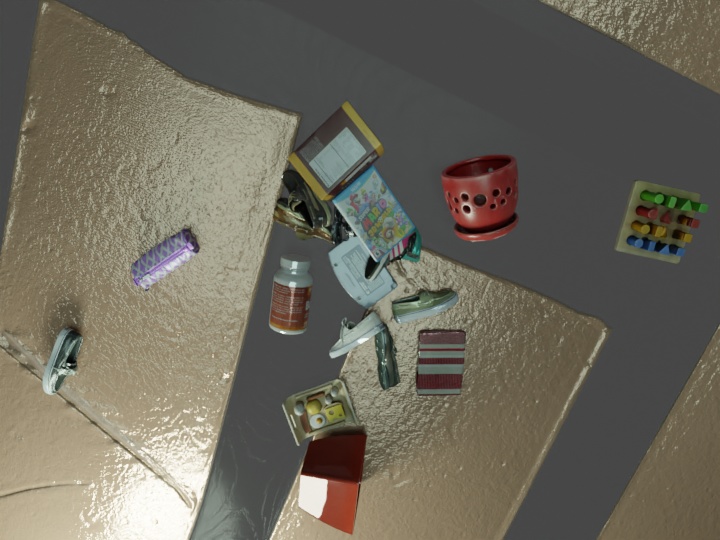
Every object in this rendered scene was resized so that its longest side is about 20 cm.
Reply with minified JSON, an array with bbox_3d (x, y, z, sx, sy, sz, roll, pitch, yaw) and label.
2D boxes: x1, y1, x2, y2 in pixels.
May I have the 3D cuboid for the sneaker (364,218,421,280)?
[{"bbox_3d":[0.102,-0.042,1.614,0.119,0.084,0.203,30,94,-24],"label":"sneaker"}]

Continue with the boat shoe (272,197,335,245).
[{"bbox_3d":[-0.151,-0.122,1.607,0.197,0.076,0.075,31,107,-1],"label":"boat shoe"}]

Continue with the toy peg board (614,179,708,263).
[{"bbox_3d":[0.843,-0.128,1.628,0.194,0.098,0.205,11,103,-4],"label":"toy peg board"}]

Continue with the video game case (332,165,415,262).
[{"bbox_3d":[0.037,-0.147,1.526,0.142,0.018,0.202,-40,105,-10],"label":"video game case"}]

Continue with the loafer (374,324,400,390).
[{"bbox_3d":[0.081,0.247,1.712,0.061,0.072,0.206,-11,110,-19],"label":"loafer"}]

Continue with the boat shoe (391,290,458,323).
[{"bbox_3d":[0.182,0.093,1.669,0.195,0.072,0.063,-21,106,6],"label":"boat shoe"}]

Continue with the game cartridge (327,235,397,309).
[{"bbox_3d":[0.000,0.000,1.658,0.132,0.042,0.202,-33,103,10],"label":"game cartridge"}]

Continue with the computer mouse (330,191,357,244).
[{"bbox_3d":[0.004,-0.147,1.588,0.195,0.053,0.142,-5,114,-30],"label":"computer mouse"}]

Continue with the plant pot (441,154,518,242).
[{"bbox_3d":[0.324,-0.191,1.545,0.195,0.201,0.187,-16,112,2],"label":"plant pot"}]

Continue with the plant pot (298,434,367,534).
[{"bbox_3d":[-0.084,0.608,1.715,0.171,0.201,0.205,9,115,5],"label":"plant pot"}]

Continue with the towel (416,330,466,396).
[{"bbox_3d":[0.238,0.276,1.742,0.140,0.023,0.206,1,105,-5],"label":"towel"}]

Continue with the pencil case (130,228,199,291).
[{"bbox_3d":[-0.537,-0.031,1.603,0.198,0.086,0.085,-35,105,5],"label":"pencil case"}]

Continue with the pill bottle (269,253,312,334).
[{"bbox_3d":[-0.190,0.064,1.625,0.109,0.112,0.206,8,104,-4],"label":"pill bottle"}]

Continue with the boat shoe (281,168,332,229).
[{"bbox_3d":[-0.153,-0.190,1.544,0.200,0.072,0.075,48,142,22],"label":"boat shoe"}]

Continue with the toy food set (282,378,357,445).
[{"bbox_3d":[-0.119,0.424,1.743,0.195,0.061,0.147,-19,103,3],"label":"toy food set"}]

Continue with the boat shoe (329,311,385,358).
[{"bbox_3d":[-0.026,0.174,1.668,0.200,0.074,0.087,-35,82,32],"label":"boat shoe"}]

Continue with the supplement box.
[{"bbox_3d":[-0.055,-0.294,1.491,0.199,0.197,0.133,-41,91,7],"label":"supplement box"}]

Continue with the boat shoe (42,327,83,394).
[{"bbox_3d":[-0.841,0.267,1.670,0.067,0.074,0.204,22,93,7],"label":"boat shoe"}]
